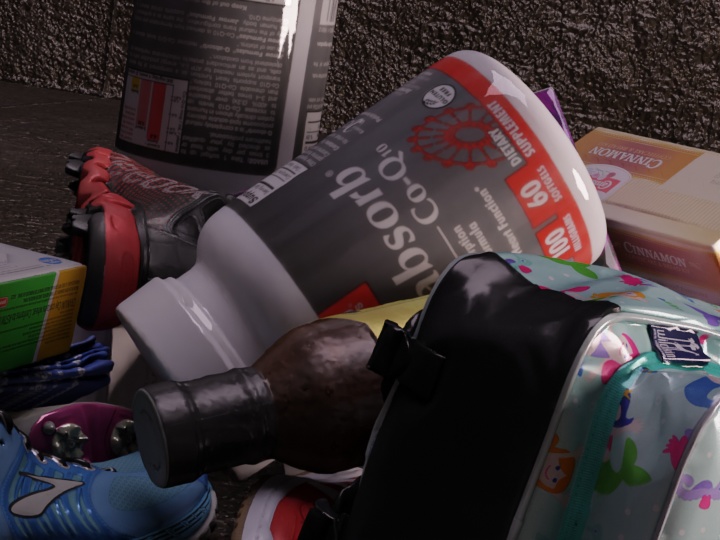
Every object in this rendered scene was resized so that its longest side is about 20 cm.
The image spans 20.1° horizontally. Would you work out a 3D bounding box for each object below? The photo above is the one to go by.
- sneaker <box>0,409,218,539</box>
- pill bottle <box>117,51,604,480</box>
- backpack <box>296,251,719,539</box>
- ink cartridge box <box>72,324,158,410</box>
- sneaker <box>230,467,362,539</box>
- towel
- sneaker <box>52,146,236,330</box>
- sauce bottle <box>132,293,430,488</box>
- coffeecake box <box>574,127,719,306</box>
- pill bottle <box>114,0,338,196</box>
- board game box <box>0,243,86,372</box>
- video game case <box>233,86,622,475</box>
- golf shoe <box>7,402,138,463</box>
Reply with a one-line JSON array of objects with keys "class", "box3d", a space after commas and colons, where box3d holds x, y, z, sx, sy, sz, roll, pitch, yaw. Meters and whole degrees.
[{"class": "sneaker", "box3d": [-0.132, 0.085, 0.788, 0.078, 0.090, 0.200, -9, -1, 38]}, {"class": "pill bottle", "box3d": [0.000, 0.000, 0.911, 0.200, 0.116, 0.116, -35, 20, -9]}, {"class": "backpack", "box3d": [0.101, 0.092, 0.759, 0.151, 0.178, 0.200, 25, 9, 37]}, {"class": "ink cartridge box", "box3d": [-0.113, 0.048, 1.126, 0.145, 0.084, 0.200, 16, 12, 41]}, {"class": "sneaker", "box3d": [0.018, 0.121, 0.831, 0.112, 0.071, 0.200, 7, 6, 14]}, {"class": "towel", "box3d": [-0.223, 0.066, 0.896, 0.145, 0.024, 0.200, -28, -17, 39]}, {"class": "sneaker", "box3d": [-0.107, -0.015, 1.040, 0.098, 0.071, 0.200, 6, 14, -13]}, {"class": "sauce bottle", "box3d": [0.008, 0.045, 0.818, 0.200, 0.065, 0.065, -11, 16, -24]}, {"class": "coffeecake box", "box3d": [0.183, 0.034, 1.090, 0.073, 0.200, 0.153, -37, 31, -24]}, {"class": "pill bottle", "box3d": [-0.079, -0.099, 1.160, 0.116, 0.200, 0.116, 9, 9, -1]}, {"class": "board game box", "box3d": [-0.232, -0.002, 0.832, 0.200, 0.040, 0.153, 14, 6, 11]}, {"class": "video game case", "box3d": [0.037, 0.010, 1.005, 0.181, 0.036, 0.200, -18, 45, 5]}, {"class": "golf shoe", "box3d": [-0.166, 0.089, 0.874, 0.200, 0.075, 0.092, 1, 8, -45]}]
